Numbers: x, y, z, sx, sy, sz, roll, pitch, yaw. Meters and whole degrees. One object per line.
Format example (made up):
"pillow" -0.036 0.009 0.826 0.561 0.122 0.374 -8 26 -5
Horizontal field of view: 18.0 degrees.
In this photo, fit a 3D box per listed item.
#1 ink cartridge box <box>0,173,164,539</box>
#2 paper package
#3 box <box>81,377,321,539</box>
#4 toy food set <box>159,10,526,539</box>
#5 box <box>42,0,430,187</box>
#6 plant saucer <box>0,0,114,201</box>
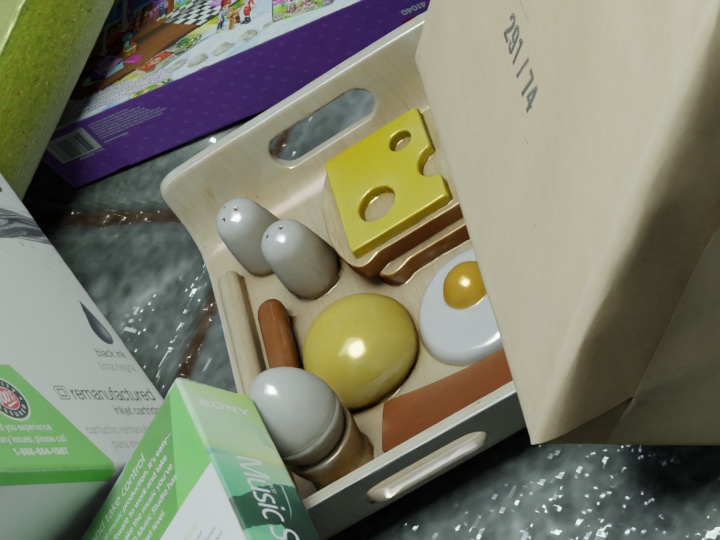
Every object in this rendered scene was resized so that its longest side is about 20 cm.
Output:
"ink cartridge box" -0.170 0.019 0.821 0.084 0.145 0.200 -43 71 16
"paper package" 0.101 -0.072 0.713 0.103 0.191 0.200 2 43 -16
"box" -0.051 0.151 0.728 0.145 0.036 0.200 -57 38 22
"toy food set" 0.000 0.000 0.833 0.143 0.060 0.200 -31 43 14
"box" -0.050 -0.129 0.994 0.199 0.039 0.137 -20 48 25
"plant saucer" -0.164 -0.104 1.004 0.200 0.048 0.200 -65 28 2
